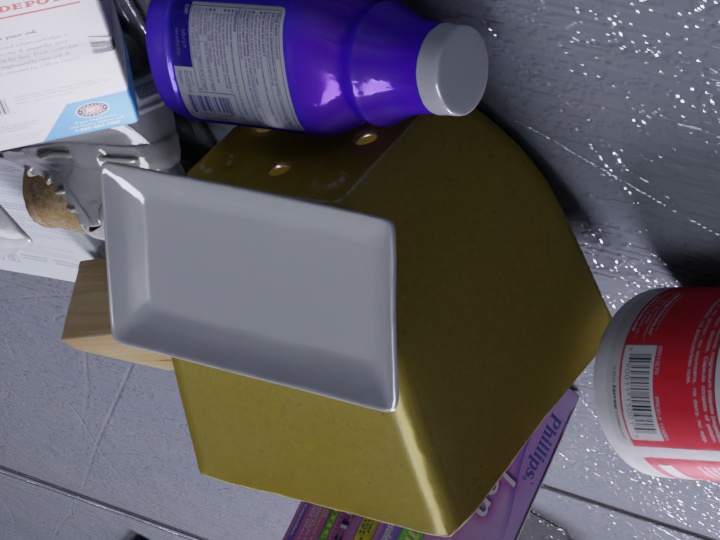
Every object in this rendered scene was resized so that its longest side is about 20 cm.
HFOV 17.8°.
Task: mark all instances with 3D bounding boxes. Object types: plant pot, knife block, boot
[{"bbox_3d":[0.000,0.000,1.317,0.194,0.196,0.201,9,134,37],"label":"plant pot"},{"bbox_3d":[-0.100,0.018,1.572,0.199,0.064,0.176,13,158,-3],"label":"knife block"},{"bbox_3d":[-0.194,-0.068,1.473,0.199,0.073,0.096,-4,108,41],"label":"boot"}]

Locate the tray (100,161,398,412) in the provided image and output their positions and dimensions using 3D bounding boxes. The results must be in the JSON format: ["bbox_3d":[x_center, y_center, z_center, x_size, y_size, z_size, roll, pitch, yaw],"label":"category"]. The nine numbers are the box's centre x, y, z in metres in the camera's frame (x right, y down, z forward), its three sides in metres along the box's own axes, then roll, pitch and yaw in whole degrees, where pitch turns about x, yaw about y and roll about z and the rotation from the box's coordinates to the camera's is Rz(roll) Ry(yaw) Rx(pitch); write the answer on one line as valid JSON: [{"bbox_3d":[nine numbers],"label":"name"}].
[{"bbox_3d":[-0.057,0.005,1.230,0.199,0.022,0.108,12,112,35],"label":"tray"}]

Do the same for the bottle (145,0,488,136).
[{"bbox_3d":[-0.025,-0.115,1.235,0.199,0.065,0.084,9,118,37],"label":"bottle"}]

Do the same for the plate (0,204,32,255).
[{"bbox_3d":[-0.296,-0.080,1.496,0.200,0.032,0.200,48,170,-7],"label":"plate"}]

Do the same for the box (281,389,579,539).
[{"bbox_3d":[0.039,0.155,1.611,0.096,0.176,0.200,32,157,-13],"label":"box"}]

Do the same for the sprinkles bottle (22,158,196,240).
[{"bbox_3d":[-0.130,-0.044,1.518,0.199,0.068,0.068,13,153,32],"label":"sprinkles bottle"}]

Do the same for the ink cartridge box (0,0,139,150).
[{"bbox_3d":[-0.202,-0.151,1.307,0.115,0.068,0.200,-12,153,-1],"label":"ink cartridge box"}]

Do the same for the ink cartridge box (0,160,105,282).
[{"bbox_3d":[-0.278,-0.067,1.671,0.199,0.041,0.200,9,150,36],"label":"ink cartridge box"}]

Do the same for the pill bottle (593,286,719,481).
[{"bbox_3d":[0.236,0.064,1.279,0.200,0.113,0.112,-1,144,50],"label":"pill bottle"}]
